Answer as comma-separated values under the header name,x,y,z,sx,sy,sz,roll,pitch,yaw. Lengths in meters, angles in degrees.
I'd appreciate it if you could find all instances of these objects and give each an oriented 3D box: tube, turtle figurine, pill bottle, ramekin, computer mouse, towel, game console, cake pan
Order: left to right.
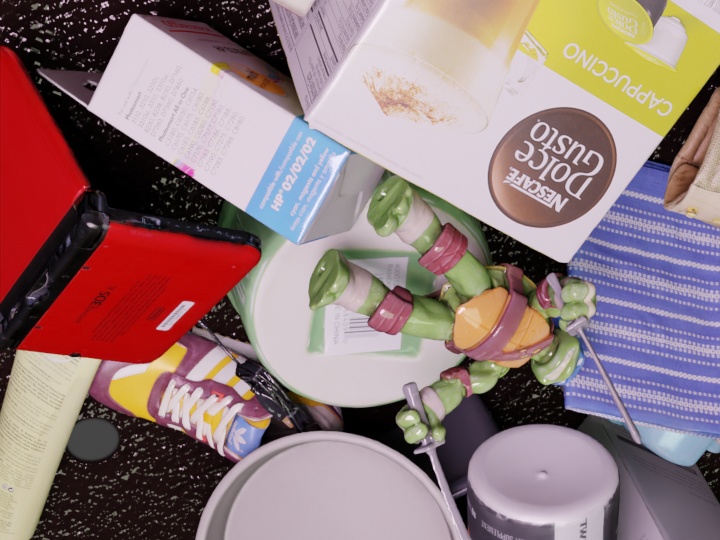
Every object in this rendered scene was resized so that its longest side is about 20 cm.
name,x,y,z,sx,sy,sz,roll,pitch,yaw
tube,-0.238,0.112,1.109,0.057,0.052,0.201,13,118,-18
game console,-0.177,-0.033,0.965,0.171,0.120,0.200,9,153,-27
computer mouse,-0.115,0.051,1.061,0.200,0.059,0.034,42,78,-1
cake pan,-0.019,0.210,1.070,0.198,0.037,0.203,1,97,10
ramekin,0.000,0.000,1.067,0.198,0.098,0.202,-6,122,-9
turtle figurine,0.071,0.046,0.933,0.193,0.201,0.144,33,145,-20
pill bottle,0.128,0.218,1.065,0.105,0.107,0.202,-8,122,-7
towel,0.215,0.014,1.088,0.143,0.202,0.024,12,158,-18

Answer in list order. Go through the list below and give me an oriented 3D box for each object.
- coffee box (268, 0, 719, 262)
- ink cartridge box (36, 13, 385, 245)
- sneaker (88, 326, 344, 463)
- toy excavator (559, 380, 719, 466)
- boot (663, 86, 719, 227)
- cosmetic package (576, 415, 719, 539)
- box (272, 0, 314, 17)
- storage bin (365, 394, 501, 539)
name,x,y,z,sx,sy,sz,roll,pitch,yaw
coffee box,0.082,-0.163,0.926,0.198,0.201,0.198,27,112,-24
ink cartridge box,-0.087,-0.100,0.934,0.199,0.115,0.068,33,103,10
sneaker,-0.106,0.096,1.107,0.198,0.090,0.076,8,119,-17
toy excavator,0.268,0.118,1.142,0.193,0.201,0.100,19,116,-38
boot,0.280,-0.019,1.054,0.154,0.073,0.202,14,112,-9
cosmetic package,0.205,0.263,1.213,0.122,0.201,0.200,26,113,-25
box,-0.087,-0.262,0.875,0.199,0.109,0.128,28,111,-21
storage bin,0.056,0.197,1.179,0.199,0.135,0.146,-27,123,6
